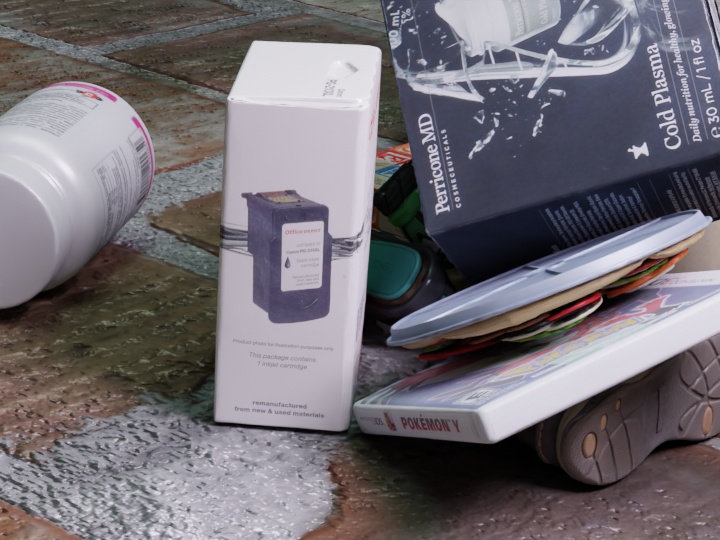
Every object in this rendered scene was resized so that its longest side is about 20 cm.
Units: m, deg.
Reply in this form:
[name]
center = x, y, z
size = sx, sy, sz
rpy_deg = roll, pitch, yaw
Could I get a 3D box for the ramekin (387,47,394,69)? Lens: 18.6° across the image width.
[ramekin]
center = 0.134, -0.181, 1.808
size = 0.200, 0.200, 0.105
rpy_deg = -16, 70, -44

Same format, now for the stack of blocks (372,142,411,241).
[stack of blocks]
center = 0.072, -0.053, 1.622
size = 0.115, 0.059, 0.200
rpy_deg = 18, 24, 33

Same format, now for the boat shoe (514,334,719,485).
[boat shoe]
center = 0.163, 0.064, 1.292
size = 0.073, 0.075, 0.200
rpy_deg = 20, 24, 37

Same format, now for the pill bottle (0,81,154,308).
[pill bottle]
center = -0.218, -0.051, 1.481
size = 0.113, 0.114, 0.200
rpy_deg = 7, 19, 9

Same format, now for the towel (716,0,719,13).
[towel]
center = 0.219, -0.124, 1.484
size = 0.200, 0.034, 0.133
rpy_deg = -30, 26, 36

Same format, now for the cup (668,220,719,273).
[cup]
center = 0.286, -0.062, 1.519
size = 0.200, 0.144, 0.200
rpy_deg = 14, 18, -4

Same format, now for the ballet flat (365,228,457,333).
[ballet flat]
center = 0.000, 0.000, 1.463
size = 0.073, 0.073, 0.200
rpy_deg = -9, 20, -32

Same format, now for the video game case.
[video game case]
center = 0.114, 0.045, 1.232
size = 0.200, 0.023, 0.182
rpy_deg = -24, 7, -21

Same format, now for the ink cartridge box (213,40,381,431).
[ink cartridge box]
center = -0.037, -0.025, 1.312
size = 0.084, 0.201, 0.145
rpy_deg = 4, 19, 2

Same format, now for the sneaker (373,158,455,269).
[sneaker]
center = 0.089, -0.054, 1.509
size = 0.200, 0.078, 0.085
rpy_deg = -31, 83, -46

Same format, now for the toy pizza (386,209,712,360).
[toy pizza]
center = 0.111, 0.013, 1.266
size = 0.200, 0.032, 0.200
rpy_deg = -21, 2, 1

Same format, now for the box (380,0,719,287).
[box]
center = 0.130, -0.119, 1.369
size = 0.196, 0.200, 0.124
rpy_deg = -16, -21, 14
